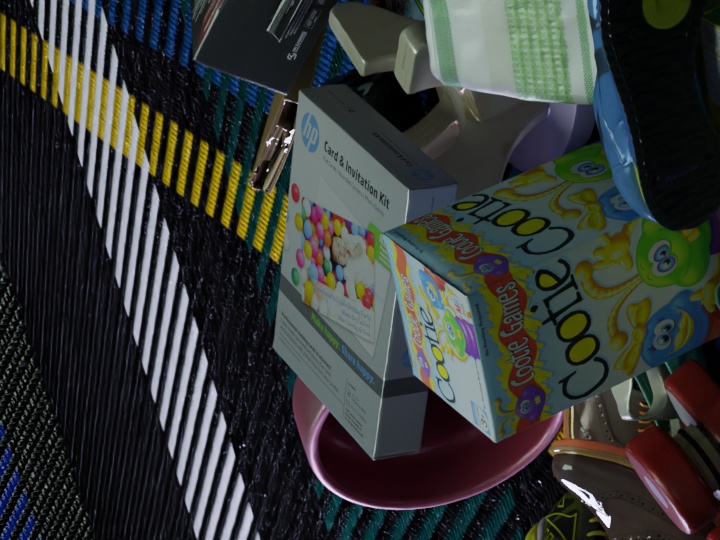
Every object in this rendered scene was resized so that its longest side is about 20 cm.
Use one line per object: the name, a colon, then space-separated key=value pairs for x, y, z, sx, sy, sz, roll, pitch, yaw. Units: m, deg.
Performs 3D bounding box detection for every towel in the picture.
towel: x=0.124 y=-0.164 z=1.318 sx=0.200 sy=0.031 sz=0.150 roll=9 pitch=124 yaw=30

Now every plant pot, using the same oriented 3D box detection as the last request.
plant pot: x=0.037 y=0.049 z=1.734 sx=0.200 sy=0.199 sz=0.179 roll=89 pitch=167 yaw=-49

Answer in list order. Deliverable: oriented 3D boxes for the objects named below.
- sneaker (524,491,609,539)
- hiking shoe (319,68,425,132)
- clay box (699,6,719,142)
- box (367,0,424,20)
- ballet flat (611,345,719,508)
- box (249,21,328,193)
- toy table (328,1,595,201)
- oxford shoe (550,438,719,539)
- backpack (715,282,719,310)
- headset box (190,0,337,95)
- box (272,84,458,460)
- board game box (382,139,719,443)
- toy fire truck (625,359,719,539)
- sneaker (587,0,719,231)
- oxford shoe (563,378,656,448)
sneaker: x=0.157 y=0.192 z=1.621 sx=0.074 sy=0.085 sz=0.200 roll=30 pitch=-169 yaw=-8
hiking shoe: x=-0.003 y=-0.100 z=1.685 sx=0.200 sy=0.087 sz=0.075 roll=-67 pitch=-44 yaw=-74
clay box: x=0.241 y=-0.039 z=1.258 sx=0.115 sy=0.048 sz=0.200 roll=42 pitch=150 yaw=55
box: x=0.043 y=-0.229 z=1.601 sx=0.110 sy=0.035 sz=0.200 roll=60 pitch=160 yaw=19
ballet flat: x=0.201 y=0.095 z=1.493 sx=0.200 sy=0.070 sz=0.067 roll=68 pitch=161 yaw=-5
box: x=-0.038 y=-0.177 z=1.710 sx=0.164 sy=0.021 sz=0.200 roll=119 pitch=167 yaw=-67
toy table: x=0.071 y=-0.122 z=1.522 sx=0.184 sy=0.117 sz=0.200 roll=54 pitch=159 yaw=34
oxford shoe: x=0.193 y=0.176 z=1.465 sx=0.200 sy=0.073 sz=0.071 roll=36 pitch=157 yaw=-16
backpack: x=0.284 y=0.041 z=1.047 sx=0.200 sy=0.176 sz=0.153 roll=41 pitch=165 yaw=51
headset box: x=-0.056 y=-0.230 z=1.602 sx=0.149 sy=0.077 sz=0.200 roll=-60 pitch=23 yaw=30
box: x=0.000 y=0.000 z=1.538 sx=0.156 sy=0.041 sz=0.200 roll=45 pitch=135 yaw=49
board game box: x=0.131 y=0.001 z=1.370 sx=0.103 sy=0.200 sz=0.105 roll=39 pitch=147 yaw=55
toy fire truck: x=0.254 y=0.149 z=1.380 sx=0.200 sy=0.112 sz=0.168 roll=51 pitch=174 yaw=42
sneaker: x=0.148 y=-0.119 z=1.258 sx=0.078 sy=0.066 sz=0.201 roll=-134 pitch=28 yaw=-59
oxford shoe: x=0.179 y=0.094 z=1.559 sx=0.073 sy=0.071 sz=0.200 roll=9 pitch=122 yaw=59
